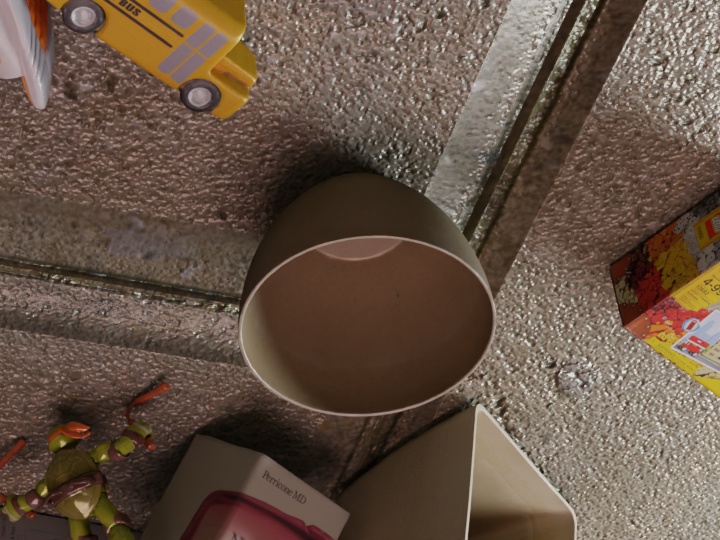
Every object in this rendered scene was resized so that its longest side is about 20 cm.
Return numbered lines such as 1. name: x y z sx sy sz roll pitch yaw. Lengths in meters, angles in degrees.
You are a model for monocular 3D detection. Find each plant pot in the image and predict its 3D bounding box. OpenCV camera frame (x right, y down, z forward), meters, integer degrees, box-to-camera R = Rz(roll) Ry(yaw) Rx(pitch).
1. plant pot: 0.000 0.000 1.423 0.200 0.135 0.200 -3 135 -3
2. plant pot: 0.075 0.276 1.668 0.177 0.200 0.200 -19 132 27

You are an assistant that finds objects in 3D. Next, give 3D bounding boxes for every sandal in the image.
1. sandal: -0.265 -0.206 1.243 0.059 0.079 0.207 -11 126 6

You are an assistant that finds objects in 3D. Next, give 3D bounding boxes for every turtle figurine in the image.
1. turtle figurine: -0.235 0.194 1.578 0.200 0.161 0.064 -28 166 9

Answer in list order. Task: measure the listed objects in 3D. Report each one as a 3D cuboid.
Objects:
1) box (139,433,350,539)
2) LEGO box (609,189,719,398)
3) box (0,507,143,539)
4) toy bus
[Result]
1. box: -0.123 0.269 1.614 0.128 0.200 0.109 39 162 -36
2. LEGO box: 0.335 0.029 1.525 0.200 0.077 0.149 33 123 -32
3. box: -0.311 0.307 1.713 0.200 0.101 0.113 14 131 -18
4. toy bus: -0.151 -0.192 1.270 0.200 0.065 0.078 33 121 -31
